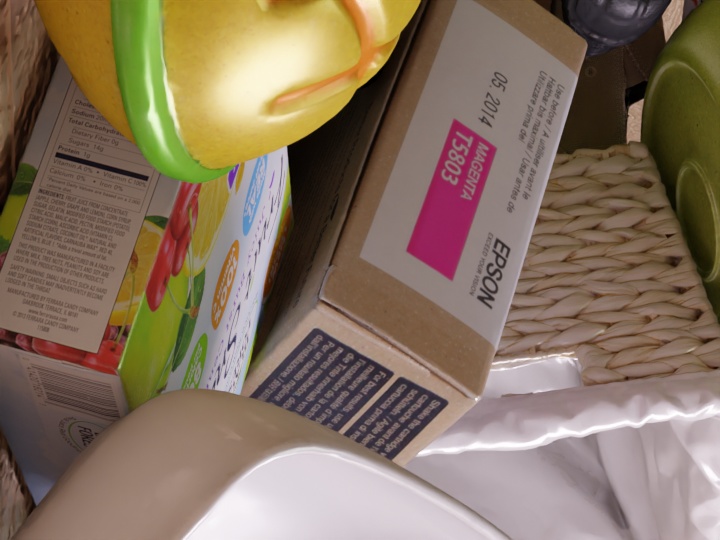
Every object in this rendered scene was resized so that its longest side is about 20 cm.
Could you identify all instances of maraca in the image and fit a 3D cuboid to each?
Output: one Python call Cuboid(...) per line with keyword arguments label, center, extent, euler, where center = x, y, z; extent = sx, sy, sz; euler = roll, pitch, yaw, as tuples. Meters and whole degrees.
Cuboid(label="maraca", center=(-0.028, -0.121, 0.624), extent=(0.137, 0.106, 0.201), euler=(-16, 116, -77))

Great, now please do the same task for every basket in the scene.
Cuboid(label="basket", center=(0.061, 0.068, 1.155), extent=(0.200, 0.197, 0.161), euler=(92, -12, -51))

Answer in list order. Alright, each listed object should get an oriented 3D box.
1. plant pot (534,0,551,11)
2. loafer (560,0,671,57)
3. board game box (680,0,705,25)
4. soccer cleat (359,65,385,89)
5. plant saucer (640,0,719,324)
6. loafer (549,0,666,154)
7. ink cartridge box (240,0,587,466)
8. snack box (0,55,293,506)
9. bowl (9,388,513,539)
Cuboid(label="plant pot", center=(0.059, -0.184, 1.207), extent=(0.201, 0.092, 0.202), euler=(14, 90, -82))
Cuboid(label="loafer", center=(0.131, -0.193, 1.159), extent=(0.070, 0.068, 0.201), euler=(128, -19, -63))
Cuboid(label="board game box", center=(0.185, -0.050, 1.176), extent=(0.127, 0.034, 0.201), euler=(-112, -163, -46))
Cuboid(label="soccer cleat", center=(0.012, -0.153, 0.873), extent=(0.068, 0.081, 0.201), euler=(-68, 161, -57))
Cuboid(label="plant saucer", center=(0.165, -0.025, 1.114), extent=(0.200, 0.031, 0.201), euler=(171, -90, -80))
Cuboid(label="loafer", center=(0.125, -0.114, 1.221), extent=(0.076, 0.067, 0.201), euler=(24, 80, -83))
Cuboid(label="ink cartridge box", center=(0.000, 0.000, 0.958), extent=(0.165, 0.075, 0.200), euler=(-45, -163, 46))
Cuboid(label="snack box", center=(-0.065, -0.001, 0.770), extent=(0.200, 0.053, 0.143), euler=(89, 18, -66))
Cuboid(label="bowl", center=(-0.053, 0.128, 0.702), extent=(0.200, 0.075, 0.200), euler=(-53, 143, 0))
